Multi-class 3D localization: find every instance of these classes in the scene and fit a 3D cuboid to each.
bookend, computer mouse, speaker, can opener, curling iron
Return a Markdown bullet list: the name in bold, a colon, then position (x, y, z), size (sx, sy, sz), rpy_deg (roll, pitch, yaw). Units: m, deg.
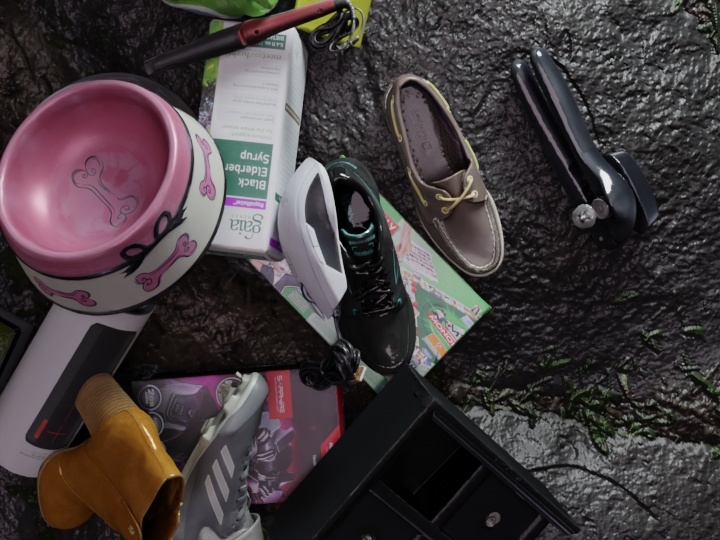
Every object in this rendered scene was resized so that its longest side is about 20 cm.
- **bookend**: position (0.054, 0.229, 1.046), size (0.198, 0.092, 0.200), rpy_deg (42, 93, -20)
- **computer mouse**: position (-0.043, 0.005, 1.015), size (0.043, 0.109, 0.204), rpy_deg (-10, 88, -20)
- **speaker**: position (-0.266, 0.089, 1.053), size (0.081, 0.081, 0.201), rpy_deg (35, 110, -1)
- **can opener**: position (0.198, -0.111, 1.081), size (0.063, 0.078, 0.202), rpy_deg (-35, 88, 41)
- **curling iron**: position (-0.093, -0.196, 1.004), size (0.196, 0.026, 0.051), rpy_deg (-9, 80, 6)

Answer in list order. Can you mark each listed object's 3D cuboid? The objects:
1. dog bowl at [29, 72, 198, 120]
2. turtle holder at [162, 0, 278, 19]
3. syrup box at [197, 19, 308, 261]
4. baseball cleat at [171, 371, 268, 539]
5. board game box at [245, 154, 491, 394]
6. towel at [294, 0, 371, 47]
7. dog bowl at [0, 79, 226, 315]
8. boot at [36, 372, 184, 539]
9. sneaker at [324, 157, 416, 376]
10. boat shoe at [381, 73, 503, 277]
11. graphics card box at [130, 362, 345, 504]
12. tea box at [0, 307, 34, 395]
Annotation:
- **dog bowl**: position (-0.233, -0.084, 1.081), size (0.196, 0.059, 0.204), rpy_deg (0, 93, 2)
- **turtle holder**: position (-0.136, -0.279, 1.015), size (0.129, 0.187, 0.143), rpy_deg (-2, 130, 21)
- **syrup box**: position (-0.102, -0.114, 1.051), size (0.077, 0.081, 0.204), rpy_deg (6, 84, 8)
- **baseball cleat**: position (-0.116, 0.190, 1.045), size (0.105, 0.070, 0.202), rpy_deg (31, 104, -7)
- **board game box**: position (0.007, 0.011, 1.097), size (0.135, 0.029, 0.200), rpy_deg (-44, 91, 1)
- **towel**: position (-0.013, -0.313, 1.064), size (0.085, 0.018, 0.204), rpy_deg (9, 94, -42)
- **dog bowl**: position (-0.215, -0.070, 0.972), size (0.196, 0.074, 0.204), rpy_deg (-6, 66, 14)
- **boot**: position (-0.220, 0.206, 1.028), size (0.144, 0.070, 0.203), rpy_deg (50, 131, 32)
- **sneaker**: position (0.000, 0.000, 1.043), size (0.074, 0.079, 0.203), rpy_deg (-17, 94, 0)
- **boat shoe**: position (0.078, -0.086, 1.075), size (0.071, 0.060, 0.203), rpy_deg (-23, 92, 1)
- **graphics card box**: position (-0.112, 0.154, 1.095), size (0.196, 0.051, 0.128), rpy_deg (-3, 93, 2)
- **tea box**: position (-0.410, 0.115, 1.024), size (0.132, 0.197, 0.202), rpy_deg (27, 93, -1)
